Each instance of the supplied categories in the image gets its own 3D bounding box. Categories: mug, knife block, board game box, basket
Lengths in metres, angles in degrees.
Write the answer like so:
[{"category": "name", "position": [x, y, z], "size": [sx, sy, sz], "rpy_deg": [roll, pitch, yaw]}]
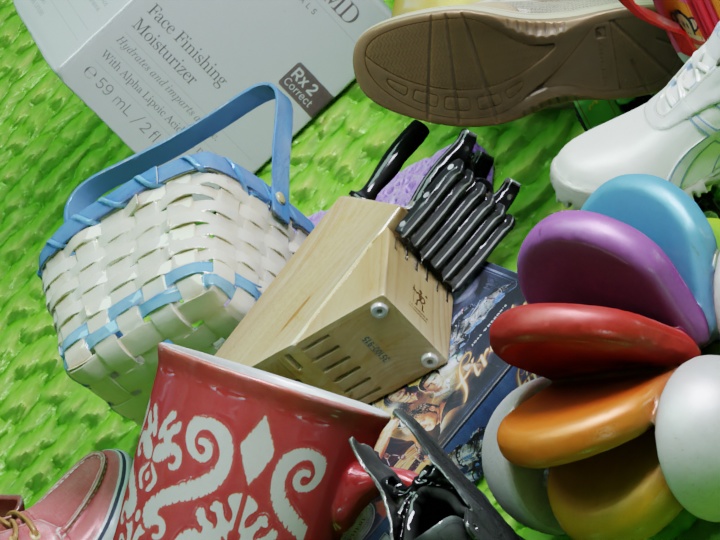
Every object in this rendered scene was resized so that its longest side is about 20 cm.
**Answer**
[{"category": "mug", "position": [-0.063, 0.157, 1.584], "size": [0.177, 0.133, 0.200], "rpy_deg": [18, 89, 47]}, {"category": "knife block", "position": [0.000, 0.000, 1.756], "size": [0.200, 0.064, 0.176], "rpy_deg": [-30, 30, 25]}, {"category": "board game box", "position": [0.033, 0.084, 1.703], "size": [0.200, 0.035, 0.135], "rpy_deg": [-50, 29, -11]}, {"category": "basket", "position": [-0.116, -0.010, 1.844], "size": [0.176, 0.139, 0.200], "rpy_deg": [-28, 46, 26]}]

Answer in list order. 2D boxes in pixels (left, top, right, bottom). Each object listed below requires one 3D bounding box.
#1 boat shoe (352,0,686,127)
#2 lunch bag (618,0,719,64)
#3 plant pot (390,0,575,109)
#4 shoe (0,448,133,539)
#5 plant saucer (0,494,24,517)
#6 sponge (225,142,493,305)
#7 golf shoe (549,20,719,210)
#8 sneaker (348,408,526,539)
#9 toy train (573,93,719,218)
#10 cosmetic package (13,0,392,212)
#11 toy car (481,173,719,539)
[{"category": "boat shoe", "position": [0.096, -0.130, 1.744], "size": [0.200, 0.072, 0.065], "rpy_deg": [-6, 17, 4]}, {"category": "lunch bag", "position": [0.214, -0.207, 1.664], "size": [0.176, 0.200, 0.082], "rpy_deg": [-34, 26, -13]}, {"category": "plant pot", "position": [0.112, -0.212, 1.854], "size": [0.201, 0.201, 0.189], "rpy_deg": [5, 71, 55]}, {"category": "shoe", "position": [-0.218, 0.176, 1.847], "size": [0.071, 0.091, 0.200], "rpy_deg": [0, 51, 52]}, {"category": "plant saucer", "position": [-0.315, 0.237, 1.949], "size": [0.199, 0.037, 0.200], "rpy_deg": [-5, 48, 49]}, {"category": "sponge", "position": [-0.005, -0.005, 1.877], "size": [0.200, 0.030, 0.112], "rpy_deg": [-27, 33, 30]}, {"category": "golf shoe", "position": [0.192, -0.098, 1.618], "size": [0.200, 0.097, 0.078], "rpy_deg": [-19, 35, 2]}, {"category": "sneaker", "position": [0.057, 0.162, 1.477], "size": [0.060, 0.104, 0.200], "rpy_deg": [-37, 36, 15]}, {"category": "toy train", "position": [0.167, -0.065, 1.727], "size": [0.056, 0.042, 0.200], "rpy_deg": [-47, 27, 16]}, {"category": "cosmetic package", "position": [-0.110, -0.181, 2.106], "size": [0.200, 0.165, 0.165], "rpy_deg": [-43, 29, 4]}, {"category": "toy car", "position": [0.134, 0.036, 1.515], "size": [0.175, 0.150, 0.200], "rpy_deg": [-12, 42, 45]}]
